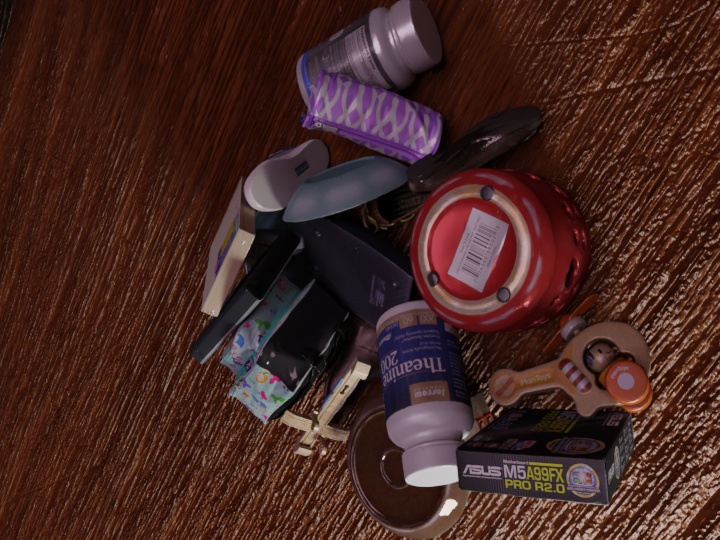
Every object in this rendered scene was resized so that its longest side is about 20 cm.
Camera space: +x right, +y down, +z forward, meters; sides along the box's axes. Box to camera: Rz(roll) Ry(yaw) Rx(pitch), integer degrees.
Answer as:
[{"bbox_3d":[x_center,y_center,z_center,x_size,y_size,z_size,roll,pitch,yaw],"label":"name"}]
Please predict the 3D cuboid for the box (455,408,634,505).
[{"bbox_3d":[0.216,0.202,0.684,0.156,0.198,0.046,-8,88,33],"label":"box"}]

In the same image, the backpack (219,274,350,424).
[{"bbox_3d":[-0.121,0.125,0.902,0.148,0.179,0.202,33,139,3],"label":"backpack"}]

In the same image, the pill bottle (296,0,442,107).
[{"bbox_3d":[0.012,-0.301,0.863,0.195,0.112,0.118,-19,81,31],"label":"pill bottle"}]

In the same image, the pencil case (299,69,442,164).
[{"bbox_3d":[0.017,-0.205,0.820,0.085,0.193,0.088,116,164,-48],"label":"pencil case"}]

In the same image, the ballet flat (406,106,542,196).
[{"bbox_3d":[0.150,-0.152,0.781,0.196,0.047,0.068,-30,32,-3],"label":"ballet flat"}]

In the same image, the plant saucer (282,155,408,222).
[{"bbox_3d":[-0.023,-0.123,0.835,0.196,0.201,0.040,-10,109,32],"label":"plant saucer"}]

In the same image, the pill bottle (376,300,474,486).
[{"bbox_3d":[0.081,0.152,0.746,0.109,0.110,0.206,-27,52,30],"label":"pill bottle"}]

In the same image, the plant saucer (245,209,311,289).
[{"bbox_3d":[-0.114,-0.024,1.002,0.194,0.027,0.208,1,92,34],"label":"plant saucer"}]

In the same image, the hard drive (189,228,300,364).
[{"bbox_3d":[-0.171,0.038,0.880,0.033,0.141,0.200,38,132,-10],"label":"hard drive"}]

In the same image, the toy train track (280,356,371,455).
[{"bbox_3d":[-0.043,0.206,0.861,0.203,0.112,0.033,-57,26,26],"label":"toy train track"}]

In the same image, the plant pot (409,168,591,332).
[{"bbox_3d":[0.163,-0.026,0.730,0.195,0.180,0.209,0,89,34],"label":"plant pot"}]

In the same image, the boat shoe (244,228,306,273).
[{"bbox_3d":[-0.160,-0.021,0.972,0.197,0.073,0.090,5,99,40],"label":"boat shoe"}]

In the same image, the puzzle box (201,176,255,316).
[{"bbox_3d":[-0.191,-0.041,0.878,0.135,0.025,0.202,-60,22,21],"label":"puzzle box"}]

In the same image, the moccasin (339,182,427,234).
[{"bbox_3d":[0.036,-0.092,0.871,0.196,0.077,0.077,-7,87,33],"label":"moccasin"}]

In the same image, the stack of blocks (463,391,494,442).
[{"bbox_3d":[0.104,0.268,0.842,0.198,0.058,0.118,-34,73,29],"label":"stack of blocks"}]

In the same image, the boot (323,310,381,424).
[{"bbox_3d":[0.047,0.174,0.883,0.195,0.064,0.193,18,103,27],"label":"boot"}]

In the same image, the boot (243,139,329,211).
[{"bbox_3d":[-0.131,-0.140,0.922,0.088,0.200,0.075,-8,111,35],"label":"boot"}]

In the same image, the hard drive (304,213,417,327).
[{"bbox_3d":[0.000,0.000,0.863,0.197,0.042,0.138,33,138,27],"label":"hard drive"}]

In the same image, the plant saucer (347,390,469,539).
[{"bbox_3d":[0.055,0.267,0.820,0.195,0.034,0.209,0,91,34],"label":"plant saucer"}]

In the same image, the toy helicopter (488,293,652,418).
[{"bbox_3d":[0.248,0.115,0.733,0.195,0.078,0.137,-20,63,24],"label":"toy helicopter"}]
